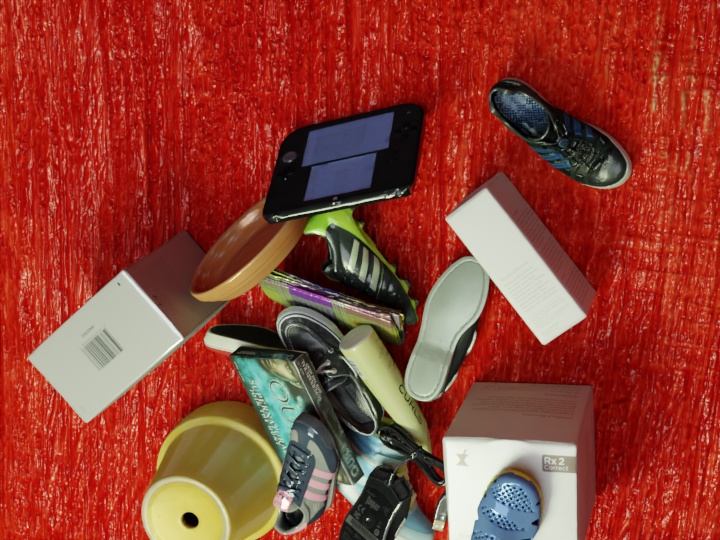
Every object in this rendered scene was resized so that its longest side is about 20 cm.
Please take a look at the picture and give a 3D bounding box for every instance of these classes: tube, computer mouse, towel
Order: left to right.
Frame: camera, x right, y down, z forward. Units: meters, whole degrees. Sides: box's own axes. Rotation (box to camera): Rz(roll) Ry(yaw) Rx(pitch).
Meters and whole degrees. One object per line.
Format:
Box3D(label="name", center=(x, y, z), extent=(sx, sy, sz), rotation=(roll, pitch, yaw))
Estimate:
Box3D(label="towel", center=(-0.034, 0.047, 1.675), extent=(0.200, 0.144, 0.023), rotation=(18, 76, 11))
Box3D(label="tube", center=(0.044, 0.160, 1.680), extent=(0.052, 0.058, 0.200), rotation=(-5, 126, 49))
Box3D(label="computer mouse", center=(0.057, 0.314, 1.672), extent=(0.140, 0.046, 0.200), rotation=(29, 103, 35))

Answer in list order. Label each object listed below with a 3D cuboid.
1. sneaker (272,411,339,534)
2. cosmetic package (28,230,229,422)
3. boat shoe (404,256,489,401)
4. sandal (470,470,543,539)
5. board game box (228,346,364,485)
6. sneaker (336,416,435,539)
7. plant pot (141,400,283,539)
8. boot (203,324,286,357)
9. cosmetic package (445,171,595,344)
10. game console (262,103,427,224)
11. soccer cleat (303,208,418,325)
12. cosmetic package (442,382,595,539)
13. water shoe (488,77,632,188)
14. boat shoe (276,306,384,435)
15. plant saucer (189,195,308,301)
Box3D(label="sneaker", center=(-0.076, 0.271, 1.658), extent=(0.070, 0.082, 0.200), rotation=(29, 140, 28))
Box3D(label="cosmetic package", center=(-0.301, 0.072, 1.719), extent=(0.199, 0.200, 0.123), rotation=(-39, 94, 23))
Box3D(label="boat shoe", center=(0.116, 0.075, 1.670), extent=(0.076, 0.060, 0.200), rotation=(30, 98, 18))
Box3D(label="sandal", center=(0.156, 0.329, 1.503), extent=(0.079, 0.087, 0.200), rotation=(21, 109, 13))
Box3D(label="board game box", center=(-0.085, 0.192, 1.690), extent=(0.135, 0.028, 0.200), rotation=(0, 122, 47))
Box3D(label="sneaker", center=(0.050, 0.283, 1.742), extent=(0.200, 0.080, 0.131), rotation=(43, 114, 0))
Box3D(label="plant pot", center=(-0.205, 0.305, 1.766), extent=(0.200, 0.189, 0.201), rotation=(5, 108, 15))
Box3D(label="boot", center=(-0.128, 0.158, 1.765), extent=(0.200, 0.072, 0.144), rotation=(15, 111, 8))
Box3D(label="cosmetic package", center=(0.202, -0.017, 1.596), extent=(0.071, 0.101, 0.200), rotation=(-37, 92, 23))
Box3D(label="game console", center=(-0.018, -0.135, 1.592), extent=(0.200, 0.177, 0.031), rotation=(-11, 126, 20))
Box3D(label="soccer cleat", center=(0.000, 0.000, 1.664), extent=(0.081, 0.068, 0.200), rotation=(-38, 102, -5))
Box3D(label="cosmetic package", center=(0.207, 0.252, 1.620), extent=(0.165, 0.200, 0.165), rotation=(1, 106, 17))
Box3D(label="water shoe", center=(0.237, -0.158, 1.555), extent=(0.200, 0.079, 0.072), rotation=(33, 112, 5))
Box3D(label="boat shoe", center=(-0.041, 0.135, 1.676), extent=(0.072, 0.068, 0.200), rotation=(-31, 105, 18))
Box3D(label="plant saucer", center=(-0.137, -0.031, 1.647), extent=(0.200, 0.200, 0.037), rotation=(-36, 111, 23))
